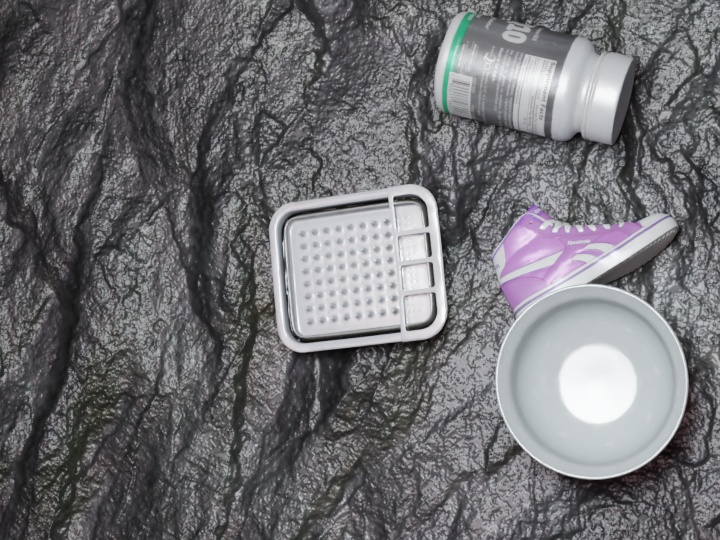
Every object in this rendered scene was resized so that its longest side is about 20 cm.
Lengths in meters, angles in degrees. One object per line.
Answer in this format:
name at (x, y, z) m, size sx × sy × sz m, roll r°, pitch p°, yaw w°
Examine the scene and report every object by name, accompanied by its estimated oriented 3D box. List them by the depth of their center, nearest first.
bowl at (0.247, 0.117, 1.539) m, size 0.199 × 0.090 × 0.204 m, roll -1°, pitch 85°, yaw 16°
sneaker at (0.234, -0.036, 1.569) m, size 0.199 × 0.073 × 0.115 m, roll -27°, pitch 72°, yaw 9°
pill bottle at (0.189, -0.205, 1.575) m, size 0.198 × 0.113 × 0.114 m, roll 16°, pitch 89°, yaw 16°
dish rack at (0.000, 0.000, 1.643) m, size 0.198 × 0.044 × 0.174 m, roll -7°, pitch 84°, yaw 14°
